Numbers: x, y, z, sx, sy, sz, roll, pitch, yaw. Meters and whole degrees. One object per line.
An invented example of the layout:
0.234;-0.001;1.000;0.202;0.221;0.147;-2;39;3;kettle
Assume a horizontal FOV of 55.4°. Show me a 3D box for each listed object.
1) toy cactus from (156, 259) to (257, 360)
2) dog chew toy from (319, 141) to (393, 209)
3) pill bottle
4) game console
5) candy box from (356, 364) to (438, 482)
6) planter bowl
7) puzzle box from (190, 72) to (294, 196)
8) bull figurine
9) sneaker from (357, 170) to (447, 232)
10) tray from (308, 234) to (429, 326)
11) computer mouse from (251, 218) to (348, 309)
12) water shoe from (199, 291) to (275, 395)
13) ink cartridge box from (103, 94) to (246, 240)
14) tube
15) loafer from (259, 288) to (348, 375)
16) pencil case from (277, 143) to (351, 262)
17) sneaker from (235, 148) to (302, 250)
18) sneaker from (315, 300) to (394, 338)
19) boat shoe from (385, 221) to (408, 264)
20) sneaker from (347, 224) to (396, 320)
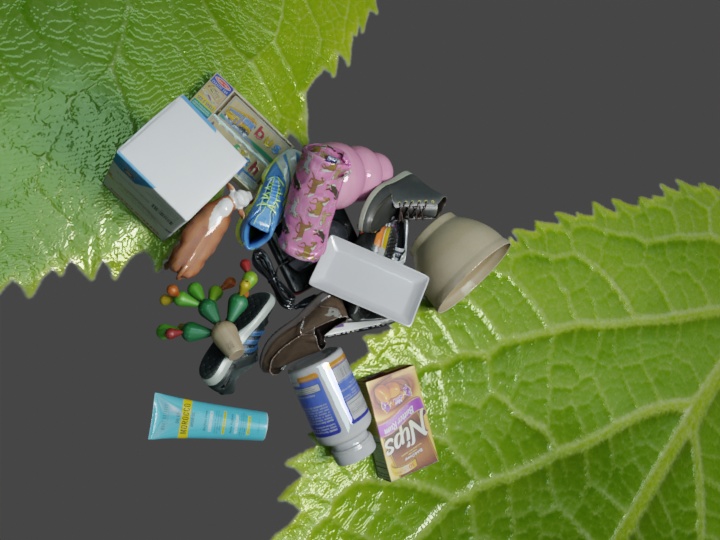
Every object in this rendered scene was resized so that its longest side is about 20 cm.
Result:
-0.249;0.076;1.178;0.200;0.102;0.165;-29;65;-19;toy cactus
-0.016;-0.183;1.300;0.200;0.124;0.125;-13;90;-43;dog chew toy
-0.047;0.252;1.268;0.112;0.112;0.201;-26;96;-26;pill bottle
-0.100;-0.077;1.327;0.176;0.031;0.201;-28;97;-23;game console
0.072;0.298;1.353;0.116;0.056;0.201;-15;92;-27;candy box
0.185;-0.030;1.384;0.200;0.200;0.135;-35;72;-25;planter bowl
-0.235;-0.253;1.279;0.200;0.025;0.133;42;68;-16;puzzle box
-0.269;-0.067;1.189;0.065;0.121;0.200;41;69;-17;bull figurine
0.083;-0.120;1.300;0.106;0.075;0.200;29;46;20;sneaker
0.016;0.021;1.242;0.199;0.022;0.108;23;67;1;tray
-0.088;-0.016;1.269;0.200;0.046;0.141;-27;83;-25;computer mouse
-0.214;0.129;1.237;0.200;0.071;0.079;-55;137;-23;water shoe
-0.312;-0.162;1.135;0.147;0.200;0.146;46;66;-14;ink cartridge box
-0.264;0.264;1.202;0.199;0.050;0.078;10;73;-19;tube
-0.101;0.122;1.238;0.200;0.073;0.071;-46;64;6;loafer
-0.081;-0.116;1.186;0.083;0.086;0.201;-4;122;-42;pencil case
-0.152;-0.115;1.211;0.076;0.105;0.200;26;107;-20;sneaker
-0.008;0.075;1.330;0.199;0.076;0.088;-8;82;-26;sneaker
0.063;-0.037;1.376;0.072;0.068;0.201;16;77;-23;boat shoe
0.000;0.000;1.310;0.090;0.070;0.201;14;69;20;sneaker
